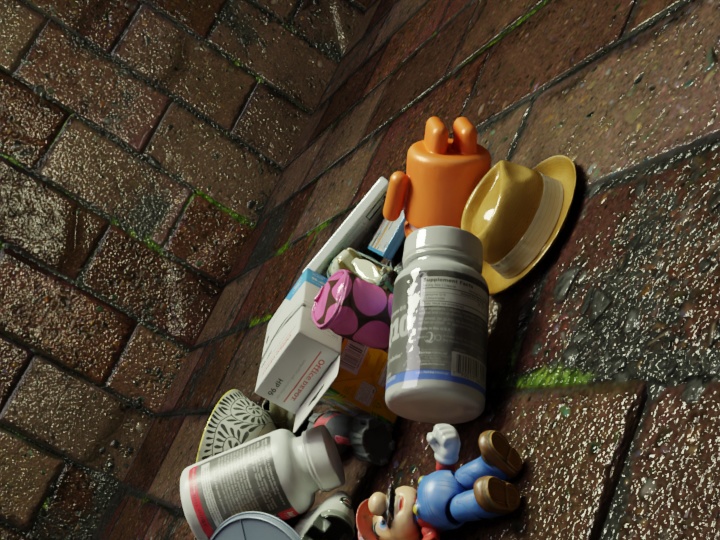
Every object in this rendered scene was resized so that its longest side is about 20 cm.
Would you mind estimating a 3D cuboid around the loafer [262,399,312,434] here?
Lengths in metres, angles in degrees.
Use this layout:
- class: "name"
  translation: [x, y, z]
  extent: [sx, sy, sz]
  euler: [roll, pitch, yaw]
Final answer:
- class: "loafer"
  translation: [-0.120, 0.223, 1.502]
  extent: [0.075, 0.069, 0.201]
  euler: [-47, -12, -30]

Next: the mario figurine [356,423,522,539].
- class: "mario figurine"
  translation: [0.060, 0.228, 0.908]
  extent: [0.199, 0.107, 0.123]
  euler: [-39, -11, 35]

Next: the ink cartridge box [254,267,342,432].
- class: "ink cartridge box"
  translation: [-0.079, 0.101, 1.213]
  extent: [0.117, 0.067, 0.201]
  euler: [-54, 16, 25]

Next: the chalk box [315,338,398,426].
- class: "chalk box"
  translation: [-0.011, 0.134, 1.301]
  extent: [0.126, 0.123, 0.200]
  euler: [-64, 14, -13]

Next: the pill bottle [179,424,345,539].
- class: "pill bottle"
  translation: [-0.125, 0.274, 1.193]
  extent: [0.197, 0.112, 0.111]
  euler: [-23, 21, 5]

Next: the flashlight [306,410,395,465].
- class: "flashlight"
  translation: [-0.014, 0.230, 1.253]
  extent: [0.199, 0.067, 0.069]
  euler: [-6, 59, 66]

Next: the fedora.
- class: "fedora"
  translation: [0.181, -0.070, 1.129]
  extent: [0.202, 0.081, 0.201]
  euler: [-53, 16, 22]

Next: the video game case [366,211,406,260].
- class: "video game case"
  translation: [0.061, -0.088, 1.384]
  extent: [0.145, 0.018, 0.200]
  euler: [-61, 8, 1]

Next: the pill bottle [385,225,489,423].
- class: "pill bottle"
  translation: [0.089, 0.060, 1.042]
  extent: [0.114, 0.112, 0.203]
  euler: [-37, 41, 54]

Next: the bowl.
- class: "bowl"
  translation: [-0.174, 0.295, 1.428]
  extent: [0.201, 0.092, 0.205]
  euler: [11, -90, -76]

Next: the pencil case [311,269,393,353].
- class: "pencil case"
  translation: [0.033, 0.065, 1.138]
  extent: [0.092, 0.198, 0.094]
  euler: [-61, 29, 7]

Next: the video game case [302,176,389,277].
- class: "video game case"
  translation: [0.004, -0.046, 1.530]
  extent: [0.201, 0.022, 0.182]
  euler: [-51, -24, 1]

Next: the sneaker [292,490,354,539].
- class: "sneaker"
  translation: [-0.069, 0.363, 1.175]
  extent: [0.200, 0.074, 0.089]
  euler: [-48, 8, 18]

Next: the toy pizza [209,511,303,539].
- class: "toy pizza"
  translation: [-0.116, 0.393, 1.115]
  extent: [0.201, 0.200, 0.032]
  euler: [-53, -26, 20]

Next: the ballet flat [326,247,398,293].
- class: "ballet flat"
  translation: [0.000, 0.000, 1.371]
  extent: [0.199, 0.074, 0.075]
  euler: [23, 82, 53]

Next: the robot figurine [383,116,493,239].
- class: "robot figurine"
  translation: [0.113, -0.100, 1.229]
  extent: [0.116, 0.142, 0.204]
  euler: [23, 121, 42]

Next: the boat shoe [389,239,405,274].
- class: "boat shoe"
  translation: [0.068, -0.006, 1.415]
  extent: [0.075, 0.064, 0.204]
  euler: [-48, 19, 36]
